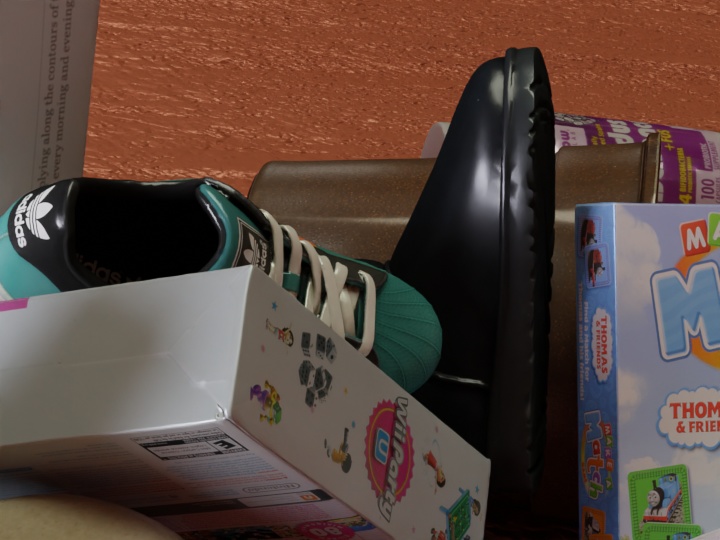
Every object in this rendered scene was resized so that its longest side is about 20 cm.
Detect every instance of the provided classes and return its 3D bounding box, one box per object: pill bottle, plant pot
[{"bbox_3d":[0.140,-0.044,1.525,0.198,0.113,0.112,5,18,-13],"label":"pill bottle"},{"bbox_3d":[0.044,0.026,1.159,0.196,0.202,0.200,4,17,8],"label":"plant pot"}]

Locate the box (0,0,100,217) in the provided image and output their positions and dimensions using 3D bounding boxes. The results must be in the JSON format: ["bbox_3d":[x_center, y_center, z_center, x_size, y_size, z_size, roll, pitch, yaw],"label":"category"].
[{"bbox_3d":[-0.236,-0.056,0.963,0.199,0.201,0.171,19,19,35],"label":"box"}]

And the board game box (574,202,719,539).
[{"bbox_3d":[0.166,0.071,1.046,0.150,0.202,0.037,0,-2,-28],"label":"board game box"}]

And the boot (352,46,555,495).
[{"bbox_3d":[0.000,0.000,1.040,0.167,0.202,0.076,3,5,11],"label":"boot"}]

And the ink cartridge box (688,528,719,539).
[{"bbox_3d":[0.247,0.119,0.947,0.145,0.083,0.200,-4,-16,-28],"label":"ink cartridge box"}]

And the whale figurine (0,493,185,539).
[{"bbox_3d":[-0.128,0.168,0.806,0.158,0.104,0.200,19,45,28],"label":"whale figurine"}]

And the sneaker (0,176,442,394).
[{"bbox_3d":[-0.047,0.010,0.929,0.199,0.072,0.080,12,-22,-24],"label":"sneaker"}]

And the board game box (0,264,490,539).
[{"bbox_3d":[-0.058,0.073,0.914,0.147,0.065,0.200,-7,-28,27],"label":"board game box"}]
